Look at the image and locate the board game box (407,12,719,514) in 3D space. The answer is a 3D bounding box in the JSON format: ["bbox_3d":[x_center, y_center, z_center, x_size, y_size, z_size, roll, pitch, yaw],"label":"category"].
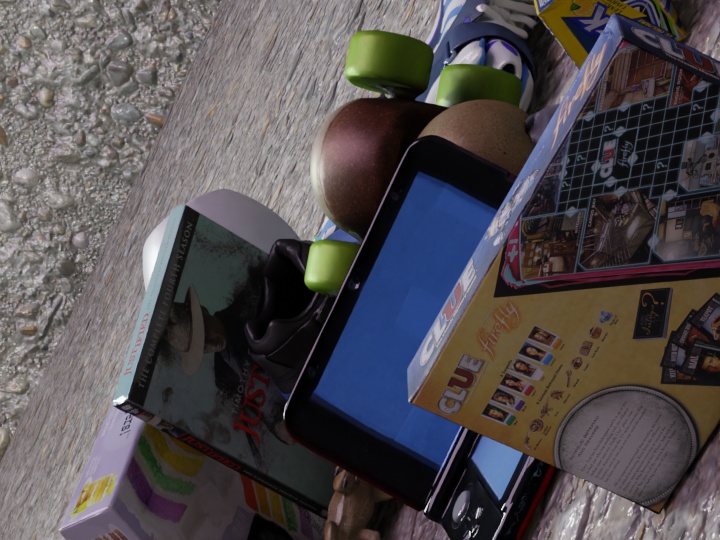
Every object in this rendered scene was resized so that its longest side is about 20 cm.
[{"bbox_3d":[0.125,0.000,1.082,0.200,0.135,0.035,-60,13,24],"label":"board game box"}]

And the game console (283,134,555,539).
[{"bbox_3d":[0.054,0.044,1.345,0.201,0.118,0.172,-65,12,7],"label":"game console"}]

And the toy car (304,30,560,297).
[{"bbox_3d":[0.081,-0.053,1.467,0.200,0.157,0.165,4,81,50],"label":"toy car"}]

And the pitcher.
[{"bbox_3d":[-0.077,0.055,1.747,0.121,0.200,0.172,-27,-17,-27],"label":"pitcher"}]

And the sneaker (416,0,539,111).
[{"bbox_3d":[0.101,-0.167,1.669,0.201,0.080,0.146,-63,20,1],"label":"sneaker"}]

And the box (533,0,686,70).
[{"bbox_3d":[0.143,-0.184,1.470,0.064,0.070,0.200,-35,22,16],"label":"box"}]

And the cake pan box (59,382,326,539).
[{"bbox_3d":[-0.102,0.173,1.584,0.052,0.200,0.184,-23,26,28],"label":"cake pan box"}]

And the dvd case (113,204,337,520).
[{"bbox_3d":[-0.063,0.065,1.590,0.022,0.200,0.147,-18,49,49],"label":"dvd case"}]

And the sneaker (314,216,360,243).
[{"bbox_3d":[0.006,-0.022,1.792,0.083,0.074,0.200,-66,13,-8],"label":"sneaker"}]

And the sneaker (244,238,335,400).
[{"bbox_3d":[0.001,0.000,1.584,0.077,0.111,0.200,6,55,55],"label":"sneaker"}]

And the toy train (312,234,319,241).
[{"bbox_3d":[0.001,-0.049,1.944,0.201,0.042,0.056,-61,23,21],"label":"toy train"}]

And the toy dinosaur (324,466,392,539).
[{"bbox_3d":[0.000,0.137,1.547,0.101,0.058,0.201,143,149,-69],"label":"toy dinosaur"}]
